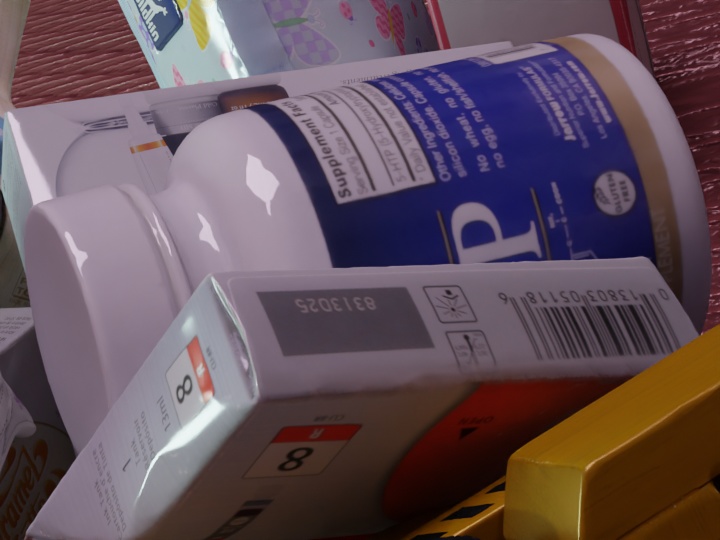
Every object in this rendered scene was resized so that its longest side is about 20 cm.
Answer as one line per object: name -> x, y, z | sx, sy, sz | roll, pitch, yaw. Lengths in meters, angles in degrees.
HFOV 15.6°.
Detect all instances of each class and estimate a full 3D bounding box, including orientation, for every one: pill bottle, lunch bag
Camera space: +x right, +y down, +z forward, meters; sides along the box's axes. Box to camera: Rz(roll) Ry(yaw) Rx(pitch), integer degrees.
pill bottle -> 0.000, 0.000, 0.847 | 0.200, 0.120, 0.120 | -14, 17, -18
lunch bag -> -0.050, -0.141, 1.254 | 0.127, 0.170, 0.200 | -25, -1, 11

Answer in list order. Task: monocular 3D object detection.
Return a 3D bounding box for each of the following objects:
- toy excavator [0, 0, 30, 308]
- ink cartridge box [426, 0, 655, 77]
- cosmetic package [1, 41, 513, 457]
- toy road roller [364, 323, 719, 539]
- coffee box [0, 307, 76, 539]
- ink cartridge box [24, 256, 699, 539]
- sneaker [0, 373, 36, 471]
toy excavator -> -0.156, -0.039, 1.103 | 0.100, 0.195, 0.200 | 16, 17, -29
ink cartridge box -> 0.081, -0.120, 1.180 | 0.083, 0.147, 0.200 | -13, 22, 9
cosmetic package -> -0.017, -0.002, 0.952 | 0.200, 0.052, 0.151 | -10, 57, -16
toy road roller -> 0.063, 0.100, 0.715 | 0.200, 0.123, 0.146 | -30, 10, -15
coffee box -> -0.175, 0.113, 0.937 | 0.080, 0.114, 0.200 | -3, 28, 42
ink cartridge box -> -0.014, 0.073, 0.783 | 0.162, 0.050, 0.200 | -2, -39, -36
sneaker -> -0.154, 0.101, 0.781 | 0.075, 0.100, 0.200 | -2, 54, 42
